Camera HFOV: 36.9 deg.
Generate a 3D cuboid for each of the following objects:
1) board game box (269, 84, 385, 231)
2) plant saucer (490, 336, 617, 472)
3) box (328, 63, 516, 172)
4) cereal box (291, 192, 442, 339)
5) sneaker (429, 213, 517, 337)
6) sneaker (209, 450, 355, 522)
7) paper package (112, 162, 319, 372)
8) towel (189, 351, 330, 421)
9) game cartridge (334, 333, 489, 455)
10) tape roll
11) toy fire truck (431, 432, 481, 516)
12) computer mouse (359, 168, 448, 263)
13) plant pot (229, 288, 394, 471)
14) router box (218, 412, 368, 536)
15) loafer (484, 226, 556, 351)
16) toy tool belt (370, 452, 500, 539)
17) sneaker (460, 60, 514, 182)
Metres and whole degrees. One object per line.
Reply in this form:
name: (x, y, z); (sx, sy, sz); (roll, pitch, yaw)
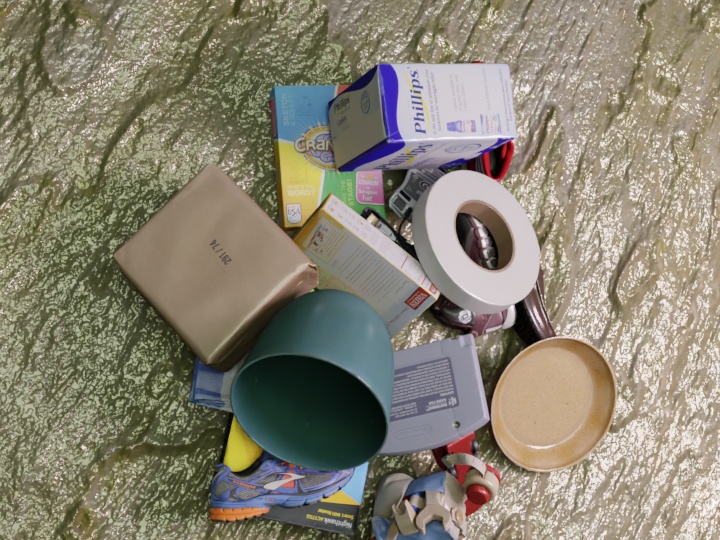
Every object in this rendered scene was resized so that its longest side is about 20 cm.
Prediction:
board game box: (-0.047, -0.160, 1.535); (0.150, 0.040, 0.204); (-4, 83, -15)
plant saucer: (0.273, 0.188, 1.551); (0.197, 0.035, 0.204); (-4, 103, -15)
box: (0.080, -0.205, 1.464); (0.197, 0.183, 0.107); (-4, 84, -23)
cereal box: (0.000, 0.000, 1.473); (0.199, 0.144, 0.040); (38, 50, -8)
sneaker: (0.139, 0.006, 1.546); (0.114, 0.076, 0.203); (-24, 89, -14)
sneaker: (-0.101, 0.268, 1.391); (0.197, 0.075, 0.080); (-10, 85, -17)
paper package: (-0.185, -0.001, 1.402); (0.190, 0.104, 0.200); (-43, 76, -7)
towel: (-0.125, 0.135, 1.449); (0.197, 0.024, 0.149); (13, 49, -13)
game cartridge: (0.067, 0.171, 1.423); (0.197, 0.041, 0.135); (-15, 68, 15)
tape roll: (0.161, -0.040, 1.479); (0.200, 0.037, 0.206); (16, 59, -28)
toy fire truck: (0.109, 0.229, 1.490); (0.048, 0.141, 0.202); (-25, 127, -17)
computer mouse: (0.074, -0.086, 1.525); (0.109, 0.044, 0.200); (33, 42, 3)
plant pot: (-0.046, 0.121, 1.352); (0.199, 0.201, 0.162); (29, 41, -9)
router box: (-0.090, 0.263, 1.457); (0.197, 0.051, 0.152); (14, 80, -13)
loafer: (0.244, 0.019, 1.571); (0.070, 0.073, 0.203); (-22, 89, -17)
toy tool belt: (0.090, 0.332, 1.409); (0.125, 0.198, 0.124); (49, 39, -19)
sneaker: (0.191, -0.217, 1.568); (0.077, 0.115, 0.204); (-4, 85, -16)
